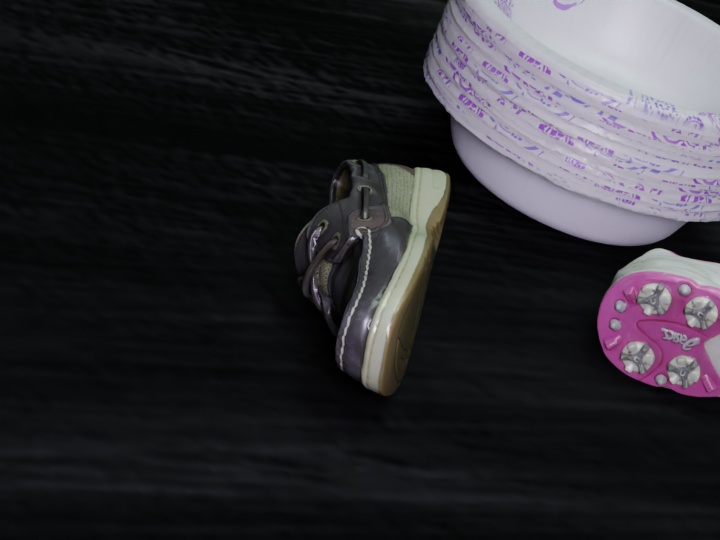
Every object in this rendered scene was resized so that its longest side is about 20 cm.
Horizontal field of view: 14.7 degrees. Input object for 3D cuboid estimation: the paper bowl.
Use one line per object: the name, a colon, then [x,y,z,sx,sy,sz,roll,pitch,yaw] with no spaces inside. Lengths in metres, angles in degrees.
paper bowl: [0.131,-0.089,1.556,0.201,0.104,0.201,19,26,-10]

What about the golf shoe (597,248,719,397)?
golf shoe: [0.219,0.040,1.421,0.200,0.075,0.092,25,21,-1]

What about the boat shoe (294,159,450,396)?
boat shoe: [0.000,-0.001,1.317,0.066,0.072,0.201,14,24,2]
